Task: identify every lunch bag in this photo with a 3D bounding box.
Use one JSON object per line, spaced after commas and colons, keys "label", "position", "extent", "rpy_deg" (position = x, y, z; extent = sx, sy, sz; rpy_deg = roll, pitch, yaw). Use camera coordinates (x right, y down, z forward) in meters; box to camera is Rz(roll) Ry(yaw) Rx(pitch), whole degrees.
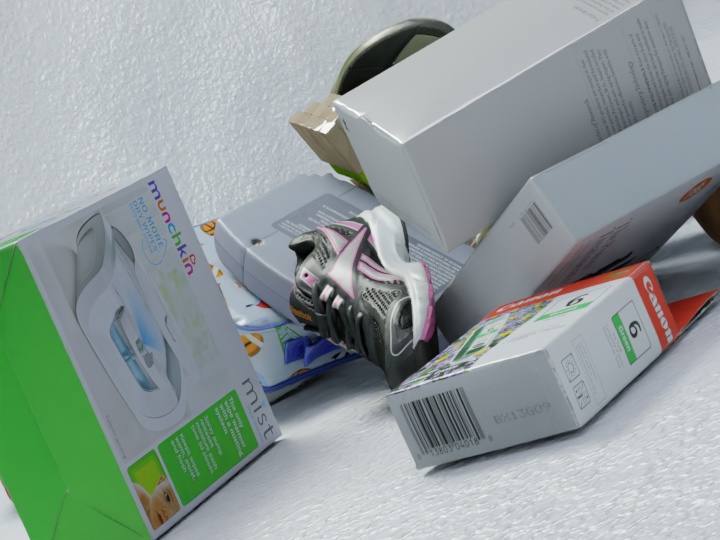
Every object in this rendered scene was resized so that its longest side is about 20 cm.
{"label": "lunch bag", "position": [-0.051, 0.018, 1.487], "extent": [0.199, 0.076, 0.160], "rpy_deg": [-21, 40, -33]}

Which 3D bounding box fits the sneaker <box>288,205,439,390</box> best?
{"label": "sneaker", "position": [0.000, 0.026, 1.305], "extent": [0.086, 0.081, 0.200], "rpy_deg": [-11, 23, -6]}

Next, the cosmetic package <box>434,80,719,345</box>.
{"label": "cosmetic package", "position": [0.141, -0.025, 1.250], "extent": [0.150, 0.052, 0.200], "rpy_deg": [-30, -13, -26]}

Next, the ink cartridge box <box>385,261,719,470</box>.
{"label": "ink cartridge box", "position": [0.112, 0.040, 1.127], "extent": [0.109, 0.051, 0.200], "rpy_deg": [-19, 10, 37]}

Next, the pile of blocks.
{"label": "pile of blocks", "position": [0.040, -0.067, 1.512], "extent": [0.062, 0.200, 0.082], "rpy_deg": [-49, 9, -11]}

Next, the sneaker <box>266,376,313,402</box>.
{"label": "sneaker", "position": [-0.115, 0.069, 1.521], "extent": [0.199, 0.082, 0.074], "rpy_deg": [-21, 8, 2]}

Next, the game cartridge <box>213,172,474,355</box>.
{"label": "game cartridge", "position": [0.000, 0.000, 1.429], "extent": [0.200, 0.041, 0.133], "rpy_deg": [29, 36, 29]}

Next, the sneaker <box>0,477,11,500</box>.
{"label": "sneaker", "position": [-0.247, 0.126, 1.584], "extent": [0.084, 0.077, 0.200], "rpy_deg": [-28, 8, 2]}

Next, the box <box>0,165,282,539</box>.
{"label": "box", "position": [-0.163, 0.059, 1.292], "extent": [0.096, 0.201, 0.176], "rpy_deg": [-19, 8, 31]}

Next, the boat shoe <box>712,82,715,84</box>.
{"label": "boat shoe", "position": [0.227, -0.073, 1.519], "extent": [0.200, 0.075, 0.068], "rpy_deg": [-36, 10, -9]}

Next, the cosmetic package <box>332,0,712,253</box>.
{"label": "cosmetic package", "position": [0.098, -0.108, 1.238], "extent": [0.200, 0.085, 0.108], "rpy_deg": [-32, 30, -10]}

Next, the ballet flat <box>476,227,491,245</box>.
{"label": "ballet flat", "position": [0.110, -0.041, 1.363], "extent": [0.070, 0.067, 0.200], "rpy_deg": [-42, -11, -25]}

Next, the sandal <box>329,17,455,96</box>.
{"label": "sandal", "position": [0.015, -0.144, 1.527], "extent": [0.079, 0.058, 0.201], "rpy_deg": [14, -23, -15]}

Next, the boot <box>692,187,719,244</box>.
{"label": "boot", "position": [0.296, -0.066, 1.268], "extent": [0.146, 0.071, 0.200], "rpy_deg": [-20, 9, -7]}
